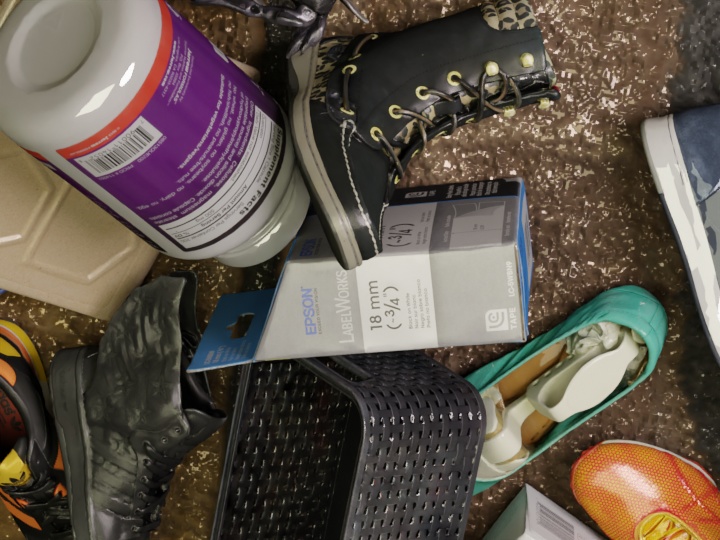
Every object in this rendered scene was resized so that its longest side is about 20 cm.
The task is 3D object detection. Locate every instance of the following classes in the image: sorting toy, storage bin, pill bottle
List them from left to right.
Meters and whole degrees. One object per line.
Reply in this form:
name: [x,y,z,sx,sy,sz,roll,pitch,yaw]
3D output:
sorting toy: [-0.174,-0.070,1.359,0.200,0.036,0.185,18,109,-45]
pill bottle: [-0.112,-0.079,1.291,0.112,0.113,0.200,-34,140,13]
storage bin: [-0.012,0.146,1.395,0.094,0.135,0.201,0,109,-35]

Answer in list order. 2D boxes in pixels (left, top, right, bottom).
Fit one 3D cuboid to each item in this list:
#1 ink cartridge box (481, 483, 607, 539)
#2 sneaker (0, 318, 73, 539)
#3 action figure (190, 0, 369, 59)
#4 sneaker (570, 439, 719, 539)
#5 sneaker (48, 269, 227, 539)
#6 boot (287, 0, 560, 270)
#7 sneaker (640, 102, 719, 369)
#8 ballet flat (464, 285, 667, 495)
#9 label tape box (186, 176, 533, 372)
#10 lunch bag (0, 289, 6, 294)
ink cartridge box: [0.117,0.272,1.456,0.175,0.084,0.200,35,106,-6]
sneaker: [-0.209,0.131,1.447,0.070,0.090,0.201,-25,101,12]
action figure: [-0.057,-0.197,1.294,0.102,0.200,0.119,33,94,27]
sneaker: [0.215,0.177,1.424,0.200,0.077,0.073,38,103,-5]
sneaker: [-0.130,0.106,1.409,0.104,0.060,0.201,-11,93,18]
boot: [0.039,-0.089,1.313,0.153,0.204,0.074,-15,125,5]
sneaker: [0.266,-0.015,1.367,0.146,0.077,0.203,-17,102,13]
ballet flat: [0.105,0.082,1.413,0.200,0.070,0.067,-39,99,14]
label tape box: [0.000,0.000,1.362,0.199,0.144,0.064,-5,107,7]
lunch bag: [-0.277,-0.076,1.371,0.200,0.076,0.161,17,111,-29]
